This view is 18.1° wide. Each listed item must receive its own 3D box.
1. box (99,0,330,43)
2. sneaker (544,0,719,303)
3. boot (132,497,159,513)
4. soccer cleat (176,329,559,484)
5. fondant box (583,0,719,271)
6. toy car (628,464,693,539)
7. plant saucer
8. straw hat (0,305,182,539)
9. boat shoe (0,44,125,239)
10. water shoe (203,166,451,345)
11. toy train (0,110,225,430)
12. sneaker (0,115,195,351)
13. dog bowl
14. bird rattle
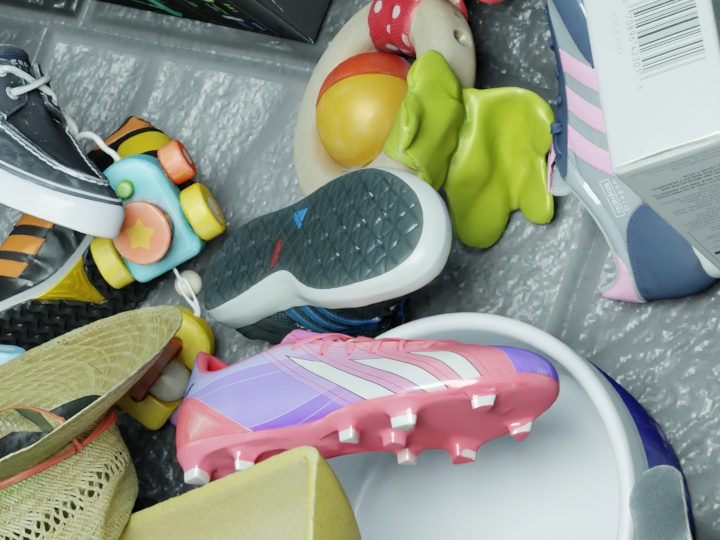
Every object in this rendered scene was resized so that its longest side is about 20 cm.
[{"bbox_3d":[-0.106,-0.231,1.282,0.199,0.124,0.149,15,80,36],"label":"box"},{"bbox_3d":[0.112,-0.077,1.083,0.082,0.070,0.201,-23,90,30],"label":"sneaker"},{"bbox_3d":[-0.134,0.221,1.161,0.144,0.072,0.200,29,80,36],"label":"boot"},{"bbox_3d":[-0.001,0.054,1.051,0.199,0.067,0.077,-16,59,29],"label":"soccer cleat"},{"bbox_3d":[0.164,-0.079,1.010,0.058,0.200,0.145,-17,63,23],"label":"fondant box"},{"bbox_3d":[0.168,0.173,0.939,0.163,0.158,0.201,-10,66,19],"label":"toy car"},{"bbox_3d":[-0.057,0.198,1.025,0.200,0.048,0.201,-27,54,54],"label":"plant saucer"},{"bbox_3d":[-0.156,0.103,1.093,0.200,0.201,0.085,-22,103,23],"label":"straw hat"},{"bbox_3d":[-0.189,-0.083,1.169,0.200,0.072,0.068,33,101,35],"label":"boat shoe"},{"bbox_3d":[0.000,0.000,1.122,0.200,0.079,0.072,-10,56,57],"label":"water shoe"},{"bbox_3d":[-0.149,0.021,1.196,0.149,0.056,0.201,11,100,3],"label":"toy train"},{"bbox_3d":[-0.173,-0.004,1.278,0.200,0.070,0.090,-41,41,12],"label":"sneaker"},{"bbox_3d":[0.054,0.126,1.074,0.199,0.079,0.201,-12,66,28],"label":"dog bowl"},{"bbox_3d":[0.018,-0.101,1.176,0.163,0.112,0.201,-35,53,35],"label":"bird rattle"}]
